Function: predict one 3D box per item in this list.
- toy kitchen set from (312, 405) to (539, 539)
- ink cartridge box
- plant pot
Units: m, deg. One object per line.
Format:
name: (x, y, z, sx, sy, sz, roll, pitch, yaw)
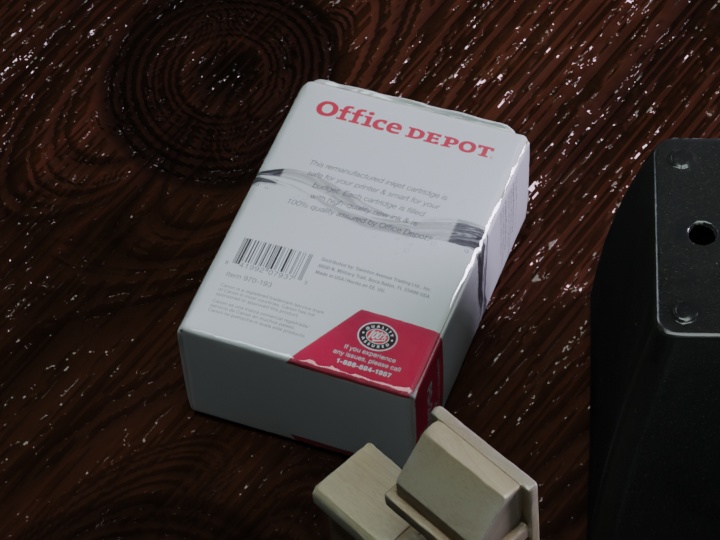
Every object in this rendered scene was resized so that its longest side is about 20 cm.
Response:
toy kitchen set: (0.014, 0.193, 1.514, 0.180, 0.164, 0.200, -38, 59, -23)
ink cartridge box: (0.000, 0.000, 1.714, 0.145, 0.084, 0.200, 15, 54, 15)
plant pot: (0.226, 0.034, 1.615, 0.198, 0.178, 0.201, 1, 51, 4)
